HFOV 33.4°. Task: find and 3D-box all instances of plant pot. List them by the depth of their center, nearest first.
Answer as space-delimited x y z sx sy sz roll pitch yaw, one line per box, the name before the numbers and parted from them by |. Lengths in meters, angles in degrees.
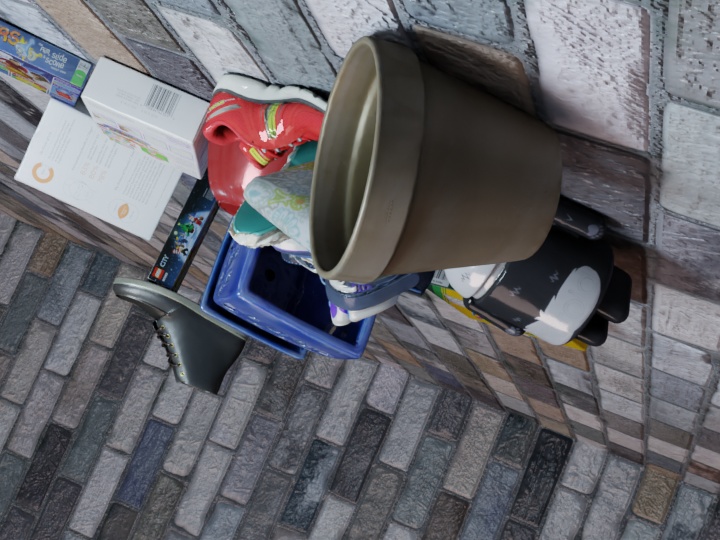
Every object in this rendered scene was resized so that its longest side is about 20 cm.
plant pot | 0.065 -0.079 0.990 0.173 0.201 0.200 9 174 -14
plant pot | -0.091 0.001 1.597 0.200 0.201 0.180 28 157 -24

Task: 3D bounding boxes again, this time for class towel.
towel | 0.015 -0.061 1.154 0.200 0.048 0.171 -19 -144 -34

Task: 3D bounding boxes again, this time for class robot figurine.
robot figurine | 0.183 -0.002 1.249 0.200 0.151 0.125 27 -177 -7

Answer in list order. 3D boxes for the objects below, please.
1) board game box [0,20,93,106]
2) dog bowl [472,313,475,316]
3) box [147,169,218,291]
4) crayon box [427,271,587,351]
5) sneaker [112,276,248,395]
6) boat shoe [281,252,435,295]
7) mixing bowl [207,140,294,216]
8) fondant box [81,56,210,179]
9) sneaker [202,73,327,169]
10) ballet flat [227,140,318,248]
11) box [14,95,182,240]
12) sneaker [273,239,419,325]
board game box | -0.437 -0.273 1.496 0.200 0.035 0.135 25 171 -16
dog bowl | 0.122 -0.016 1.416 0.112 0.049 0.200 61 -176 19
box | -0.236 -0.063 1.687 0.038 0.201 0.137 26 170 -4
crayon box | 0.200 0.039 1.649 0.200 0.058 0.172 16 168 38
sneaker | -0.259 0.088 1.630 0.200 0.107 0.075 27 170 -12
boat shoe | 0.000 0.000 1.453 0.199 0.069 0.084 8 -161 -14
mixing bowl | -0.102 -0.107 1.403 0.200 0.109 0.200 23 170 4
fondant box | -0.257 -0.185 1.493 0.144 0.058 0.200 23 170 -1
sneaker | -0.080 -0.140 1.229 0.200 0.085 0.077 16 169 37
ballet flat | -0.064 -0.073 1.242 0.072 0.200 0.072 20 137 19
box | -0.352 -0.147 1.650 0.200 0.125 0.098 26 -166 -13
sneaker | -0.026 0.006 1.344 0.200 0.147 0.081 -7 -147 -37
